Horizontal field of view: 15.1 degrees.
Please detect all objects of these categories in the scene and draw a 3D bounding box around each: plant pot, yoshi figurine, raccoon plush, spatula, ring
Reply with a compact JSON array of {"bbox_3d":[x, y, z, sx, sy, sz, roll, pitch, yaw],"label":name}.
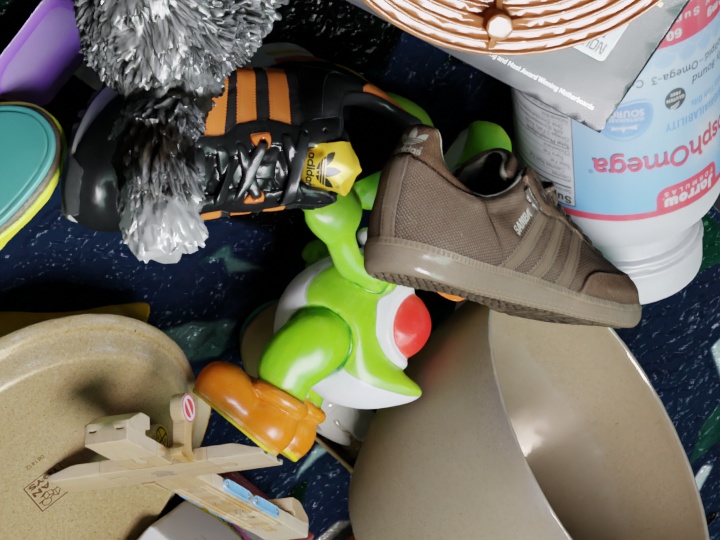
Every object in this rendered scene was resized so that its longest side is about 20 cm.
[{"bbox_3d":[0.074,0.118,1.423,0.134,0.200,0.200,-30,151,26],"label":"plant pot"},{"bbox_3d":[-0.011,-0.009,1.362,0.200,0.112,0.112,-51,128,-1],"label":"yoshi figurine"},{"bbox_3d":[-0.090,-0.120,1.109,0.097,0.200,0.134,-20,149,15],"label":"raccoon plush"},{"bbox_3d":[-0.104,-0.079,1.264,0.057,0.021,0.200,-51,144,9],"label":"spatula"},{"bbox_3d":[0.072,-0.184,1.177,0.200,0.019,0.201,-3,116,-6],"label":"ring"}]

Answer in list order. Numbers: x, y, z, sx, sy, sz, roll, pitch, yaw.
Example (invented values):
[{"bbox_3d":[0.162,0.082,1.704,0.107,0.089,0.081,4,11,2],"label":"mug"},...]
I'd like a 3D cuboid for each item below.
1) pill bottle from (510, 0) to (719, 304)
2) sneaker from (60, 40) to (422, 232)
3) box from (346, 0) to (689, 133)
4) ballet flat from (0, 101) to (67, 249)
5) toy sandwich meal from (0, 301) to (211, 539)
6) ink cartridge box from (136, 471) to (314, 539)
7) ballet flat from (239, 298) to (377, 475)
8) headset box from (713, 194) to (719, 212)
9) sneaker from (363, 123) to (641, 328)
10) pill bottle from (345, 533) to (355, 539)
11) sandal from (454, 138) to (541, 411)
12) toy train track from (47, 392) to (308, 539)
[{"bbox_3d":[0.131,-0.084,1.379,0.109,0.109,0.200,-25,131,-22],"label":"pill bottle"},{"bbox_3d":[-0.049,-0.057,1.238,0.200,0.090,0.070,-23,127,-52],"label":"sneaker"},{"bbox_3d":[0.065,-0.175,1.219,0.200,0.050,0.158,26,111,-19],"label":"box"},{"bbox_3d":[-0.214,-0.005,1.212,0.200,0.067,0.067,-36,166,-3],"label":"ballet flat"},{"bbox_3d":[-0.164,0.085,1.343,0.205,0.070,0.205,-23,137,-23],"label":"toy sandwich meal"},{"bbox_3d":[-0.103,0.182,1.420,0.116,0.067,0.200,-52,176,12],"label":"ink cartridge box"},{"bbox_3d":[0.001,0.076,1.489,0.069,0.063,0.200,-44,144,2],"label":"ballet flat"},{"bbox_3d":[0.286,-0.118,1.531,0.174,0.093,0.200,-21,140,-28],"label":"headset box"},{"bbox_3d":[0.079,-0.018,1.310,0.200,0.070,0.076,14,84,-53],"label":"sneaker"},{"bbox_3d":[0.056,0.177,1.604,0.200,0.113,0.113,-41,145,-3],"label":"pill bottle"},{"bbox_3d":[0.087,-0.018,1.487,0.082,0.050,0.203,15,105,-33],"label":"sandal"},{"bbox_3d":[-0.077,0.095,1.334,0.115,0.033,0.200,-9,158,22],"label":"toy train track"}]
